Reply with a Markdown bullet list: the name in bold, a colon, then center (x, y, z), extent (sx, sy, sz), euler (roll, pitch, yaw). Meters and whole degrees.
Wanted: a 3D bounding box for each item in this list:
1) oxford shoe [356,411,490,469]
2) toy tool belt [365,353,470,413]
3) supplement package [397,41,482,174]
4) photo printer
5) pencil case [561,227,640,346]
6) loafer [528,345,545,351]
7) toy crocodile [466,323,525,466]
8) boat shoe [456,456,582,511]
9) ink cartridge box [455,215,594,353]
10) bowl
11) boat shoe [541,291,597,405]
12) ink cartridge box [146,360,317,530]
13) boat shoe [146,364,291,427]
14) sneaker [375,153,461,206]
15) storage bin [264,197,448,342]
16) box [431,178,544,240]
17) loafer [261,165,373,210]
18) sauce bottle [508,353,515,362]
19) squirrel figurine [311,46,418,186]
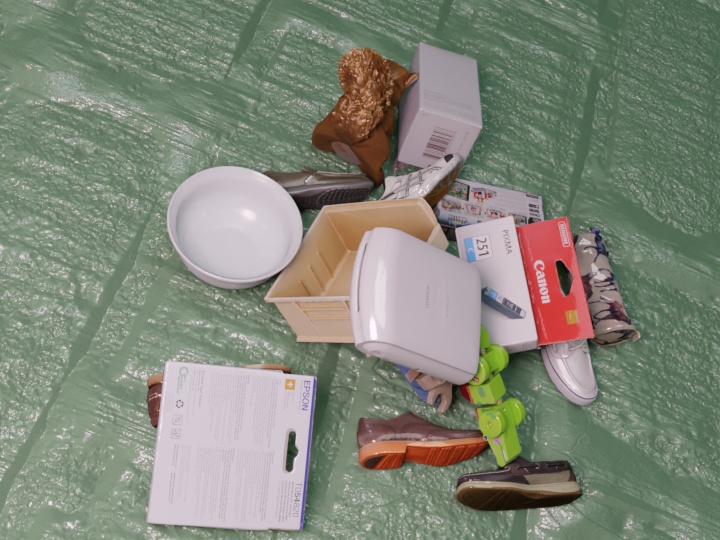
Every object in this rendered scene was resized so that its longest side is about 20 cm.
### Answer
- **oxford shoe**: center (0.091, 0.229, 1.225), extent (0.196, 0.072, 0.074), euler (2, 52, -17)
- **toy tool belt**: center (0.095, 0.139, 1.263), extent (0.123, 0.124, 0.201), euler (-45, 103, -23)
- **supplement package**: center (0.136, -0.282, 1.523), extent (0.115, 0.118, 0.202), euler (13, 46, -10)
- **photo printer**: center (0.070, 0.044, 1.133), extent (0.198, 0.069, 0.169), euler (23, 62, -35)
- **pencil case**: center (0.395, 0.031, 1.450), extent (0.088, 0.078, 0.203), euler (-10, 60, -2)
- **loafer**: center (0.227, 0.039, 1.372), extent (0.075, 0.070, 0.201), euler (-36, 63, 4)
- **toy crocodile**: center (0.175, 0.169, 1.203), extent (0.067, 0.061, 0.203), euler (-22, 96, -46)
- **boat shoe**: center (0.217, 0.296, 1.229), extent (0.197, 0.073, 0.066), euler (9, 50, -25)
- **ink cartridge box**: center (0.242, 0.016, 1.304), extent (0.173, 0.045, 0.203), euler (-12, 66, 9)
- **bowl**: center (-0.190, -0.048, 1.295), extent (0.198, 0.091, 0.204), euler (9, 57, -13)
- **boat shoe**: center (0.328, 0.111, 1.382), extent (0.071, 0.066, 0.203), euler (-3, 59, -20)
- **ink cartridge box**: center (-0.162, 0.223, 1.113), extent (0.196, 0.041, 0.203), euler (8, 82, -13)
- **boat shoe**: center (-0.186, 0.170, 1.171), extent (0.196, 0.071, 0.071), euler (-6, 64, -14)
- **sneaker**: center (0.081, -0.137, 1.433), extent (0.087, 0.076, 0.200), euler (41, 71, 21)
- **storage bin**: center (0.000, 0.000, 1.262), extent (0.094, 0.196, 0.201), euler (59, 45, -33)
- **box**: center (0.219, -0.094, 1.498), extent (0.197, 0.035, 0.112), euler (11, 56, -12)
- **loafer**: center (-0.073, -0.140, 1.403), extent (0.197, 0.075, 0.071), euler (-5, 64, -21)
- **sauce bottle**: center (0.168, 0.063, 1.360), extent (0.064, 0.065, 0.202), euler (-16, 63, -27)
- **squirrel figurine**: center (0.021, -0.278, 1.435), extent (0.140, 0.200, 0.188), euler (30, 74, 11)
